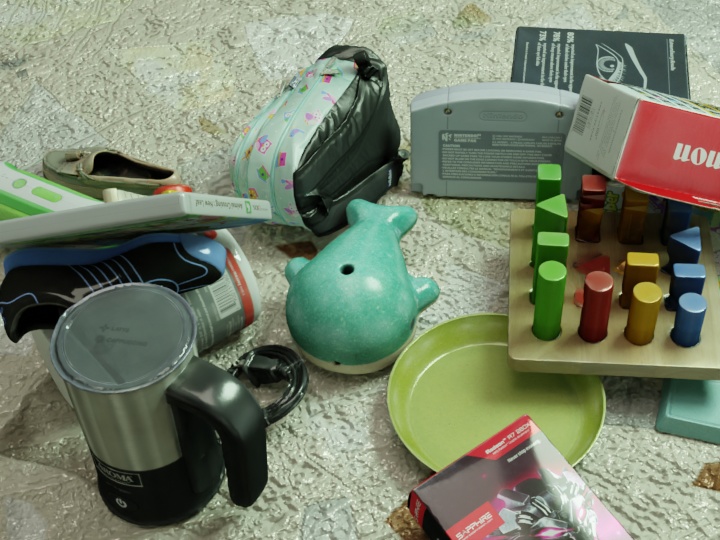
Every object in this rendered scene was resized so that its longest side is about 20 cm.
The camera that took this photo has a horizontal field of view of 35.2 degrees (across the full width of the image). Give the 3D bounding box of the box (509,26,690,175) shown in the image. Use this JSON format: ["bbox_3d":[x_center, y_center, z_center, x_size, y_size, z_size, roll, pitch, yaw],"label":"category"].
[{"bbox_3d":[0.267,-0.190,1.286,0.198,0.105,0.149,6,46,9],"label":"box"}]

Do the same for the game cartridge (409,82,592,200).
[{"bbox_3d":[0.152,-0.138,1.224,0.198,0.134,0.041,3,45,5],"label":"game cartridge"}]

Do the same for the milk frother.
[{"bbox_3d":[-0.146,0.089,0.983,0.179,0.189,0.201,6,46,8],"label":"milk frother"}]

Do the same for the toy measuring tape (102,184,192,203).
[{"bbox_3d":[-0.213,-0.056,1.162,0.073,0.074,0.200,26,10,26],"label":"toy measuring tape"}]

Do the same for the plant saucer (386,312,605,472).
[{"bbox_3d":[0.123,0.123,1.043,0.198,0.031,0.201,-2,45,2],"label":"plant saucer"}]

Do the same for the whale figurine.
[{"bbox_3d":[0.000,0.000,1.110,0.158,0.104,0.201,10,56,13],"label":"whale figurine"}]

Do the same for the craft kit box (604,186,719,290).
[{"bbox_3d":[0.326,0.001,1.142,0.196,0.049,0.201,3,46,11],"label":"craft kit box"}]

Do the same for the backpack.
[{"bbox_3d":[-0.046,-0.129,1.228,0.126,0.168,0.200,10,49,35],"label":"backpack"}]

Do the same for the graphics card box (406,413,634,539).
[{"bbox_3d":[0.144,0.226,0.905,0.125,0.051,0.200,-28,62,-20],"label":"graphics card box"}]

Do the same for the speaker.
[{"bbox_3d":[-0.333,-0.053,1.204,0.199,0.089,0.089,21,50,22],"label":"speaker"}]

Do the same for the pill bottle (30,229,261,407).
[{"bbox_3d":[-0.205,0.041,1.084,0.199,0.116,0.116,-28,50,-22],"label":"pill bottle"}]

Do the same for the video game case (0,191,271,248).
[{"bbox_3d":[-0.201,-0.041,0.993,0.198,0.022,0.182,-8,-1,18],"label":"video game case"}]

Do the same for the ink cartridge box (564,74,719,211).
[{"bbox_3d":[0.329,-0.117,1.109,0.198,0.085,0.176,10,17,-15],"label":"ink cartridge box"}]

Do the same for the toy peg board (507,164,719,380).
[{"bbox_3d":[0.239,-0.009,1.061,0.197,0.098,0.201,2,46,6],"label":"toy peg board"}]

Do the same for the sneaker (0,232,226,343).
[{"bbox_3d":[-0.214,0.020,0.991,0.198,0.070,0.078,-6,60,-2],"label":"sneaker"}]

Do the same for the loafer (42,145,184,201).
[{"bbox_3d":[-0.275,-0.111,1.272,0.199,0.063,0.072,19,49,21],"label":"loafer"}]

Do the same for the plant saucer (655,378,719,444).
[{"bbox_3d":[0.372,0.135,1.025,0.198,0.019,0.070,12,48,14],"label":"plant saucer"}]
